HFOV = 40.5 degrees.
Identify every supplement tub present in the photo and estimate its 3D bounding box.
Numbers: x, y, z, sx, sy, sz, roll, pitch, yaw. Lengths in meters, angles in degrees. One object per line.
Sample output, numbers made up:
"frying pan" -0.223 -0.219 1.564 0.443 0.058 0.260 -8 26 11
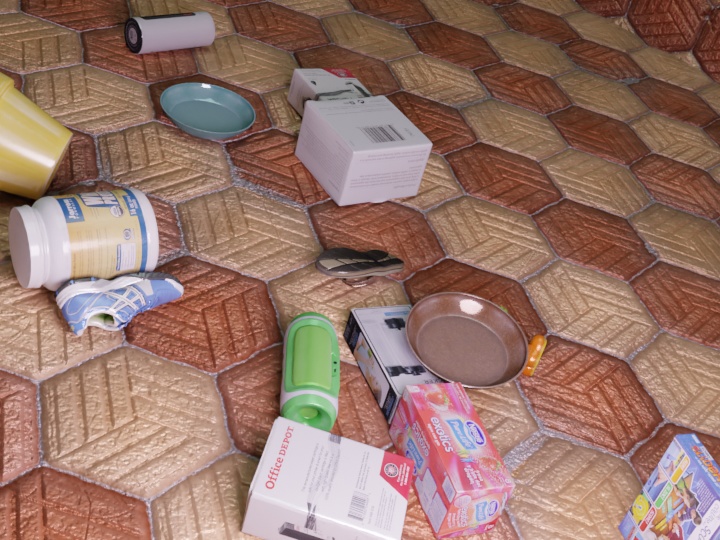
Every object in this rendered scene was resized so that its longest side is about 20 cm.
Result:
"supplement tub" -0.429 -0.047 1.514 0.199 0.145 0.145 -9 44 -33

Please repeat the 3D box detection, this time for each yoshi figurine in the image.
"yoshi figurine" 0.212 0.097 1.647 0.199 0.113 0.112 20 20 7

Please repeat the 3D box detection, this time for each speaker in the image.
"speaker" -0.432 -0.543 2.225 0.199 0.082 0.081 -18 49 -39
"speaker" -0.075 0.153 1.456 0.088 0.089 0.201 11 36 -9

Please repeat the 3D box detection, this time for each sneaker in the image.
"sneaker" -0.362 0.052 1.491 0.199 0.076 0.078 -10 66 -33

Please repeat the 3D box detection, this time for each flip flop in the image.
"flip flop" 0.000 0.000 1.722 0.081 0.058 0.199 37 24 32

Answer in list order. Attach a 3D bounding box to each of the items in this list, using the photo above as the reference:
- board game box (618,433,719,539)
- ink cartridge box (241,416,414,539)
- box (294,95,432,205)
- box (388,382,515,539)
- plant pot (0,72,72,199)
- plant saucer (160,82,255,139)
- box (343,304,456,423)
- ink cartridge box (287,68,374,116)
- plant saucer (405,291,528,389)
"board game box" 0.435 0.341 1.329 0.034 0.201 0.136 0 40 -23
"ink cartridge box" -0.042 0.295 1.282 0.198 0.084 0.145 19 36 0
"box" 0.004 -0.246 1.976 0.198 0.131 0.200 -10 44 -33
"box" 0.124 0.265 1.381 0.094 0.103 0.201 0 38 -24
"plant pot" -0.598 -0.217 1.643 0.188 0.201 0.201 26 33 -16
"plant saucer" -0.318 -0.324 2.022 0.198 0.036 0.201 12 36 -9
"box" 0.063 0.144 1.547 0.116 0.060 0.201 -2 40 -25
"ink cartridge box" -0.049 -0.361 2.146 0.146 0.083 0.200 -8 43 -33
"plant saucer" 0.163 0.117 1.530 0.199 0.037 0.201 8 42 -7
